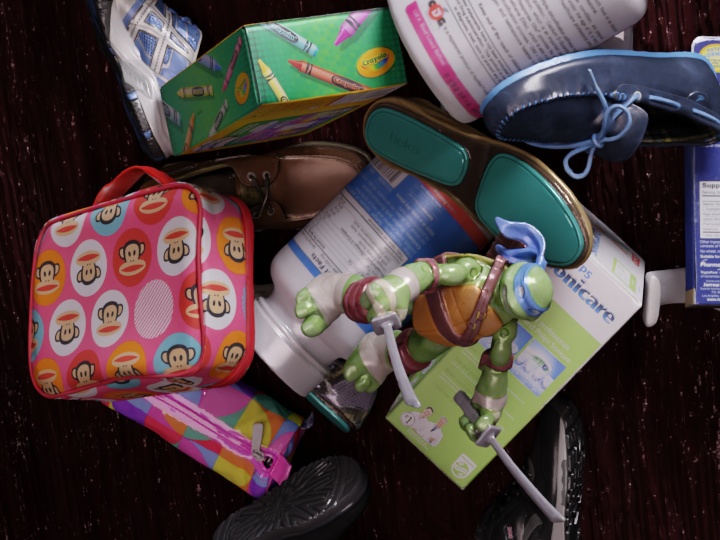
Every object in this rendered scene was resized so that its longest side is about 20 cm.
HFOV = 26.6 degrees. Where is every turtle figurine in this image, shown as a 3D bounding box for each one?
[{"bbox_3d":[0.036,0.060,1.043,0.193,0.143,0.203,-7,74,51],"label":"turtle figurine"}]

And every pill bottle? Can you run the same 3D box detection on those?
[{"bbox_3d":[0.000,0.000,1.193,0.200,0.112,0.112,-44,91,2],"label":"pill bottle"},{"bbox_3d":[0.128,-0.199,1.055,0.199,0.113,0.114,-30,95,16],"label":"pill bottle"}]

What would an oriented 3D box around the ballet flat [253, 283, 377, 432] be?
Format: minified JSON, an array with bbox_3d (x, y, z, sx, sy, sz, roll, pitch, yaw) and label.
[{"bbox_3d":[-0.067,0.053,1.274,0.199,0.072,0.072,36,107,3],"label":"ballet flat"}]

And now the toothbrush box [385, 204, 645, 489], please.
[{"bbox_3d":[0.123,0.052,1.182,0.086,0.146,0.200,41,106,0],"label":"toothbrush box"}]

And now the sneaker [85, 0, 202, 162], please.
[{"bbox_3d":[-0.174,-0.193,1.243,0.076,0.076,0.202,-22,95,-12],"label":"sneaker"}]

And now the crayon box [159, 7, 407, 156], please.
[{"bbox_3d":[-0.063,-0.138,1.137,0.118,0.200,0.059,-12,89,-26],"label":"crayon box"}]

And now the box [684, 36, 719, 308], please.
[{"bbox_3d":[0.304,-0.072,1.142,0.119,0.032,0.203,1,85,-2],"label":"box"}]

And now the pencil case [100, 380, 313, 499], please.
[{"bbox_3d":[-0.138,0.115,1.287,0.199,0.088,0.089,29,107,6],"label":"pencil case"}]

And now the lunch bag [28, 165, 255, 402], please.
[{"bbox_3d":[-0.174,0.008,1.188,0.198,0.082,0.179,-10,77,36],"label":"lunch bag"}]

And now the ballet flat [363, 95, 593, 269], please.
[{"bbox_3d":[0.093,-0.072,1.098,0.199,0.063,0.069,35,119,19],"label":"ballet flat"}]

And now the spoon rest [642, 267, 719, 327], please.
[{"bbox_3d":[0.313,0.017,1.182,0.197,0.061,0.101,2,104,-5],"label":"spoon rest"}]

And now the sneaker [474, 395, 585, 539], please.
[{"bbox_3d":[0.135,0.201,1.252,0.086,0.076,0.203,5,103,17],"label":"sneaker"}]

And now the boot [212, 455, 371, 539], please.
[{"bbox_3d":[0.001,0.249,1.251,0.164,0.066,0.200,-28,119,34],"label":"boot"}]

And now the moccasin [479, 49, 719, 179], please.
[{"bbox_3d":[0.180,-0.111,1.059,0.198,0.081,0.069,-10,68,-23],"label":"moccasin"}]

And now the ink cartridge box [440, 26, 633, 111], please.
[{"bbox_3d":[0.134,-0.221,1.152,0.144,0.084,0.203,2,102,11],"label":"ink cartridge box"}]

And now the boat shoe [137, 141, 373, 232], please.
[{"bbox_3d":[-0.085,-0.060,1.244,0.197,0.068,0.073,-8,100,13],"label":"boat shoe"}]
